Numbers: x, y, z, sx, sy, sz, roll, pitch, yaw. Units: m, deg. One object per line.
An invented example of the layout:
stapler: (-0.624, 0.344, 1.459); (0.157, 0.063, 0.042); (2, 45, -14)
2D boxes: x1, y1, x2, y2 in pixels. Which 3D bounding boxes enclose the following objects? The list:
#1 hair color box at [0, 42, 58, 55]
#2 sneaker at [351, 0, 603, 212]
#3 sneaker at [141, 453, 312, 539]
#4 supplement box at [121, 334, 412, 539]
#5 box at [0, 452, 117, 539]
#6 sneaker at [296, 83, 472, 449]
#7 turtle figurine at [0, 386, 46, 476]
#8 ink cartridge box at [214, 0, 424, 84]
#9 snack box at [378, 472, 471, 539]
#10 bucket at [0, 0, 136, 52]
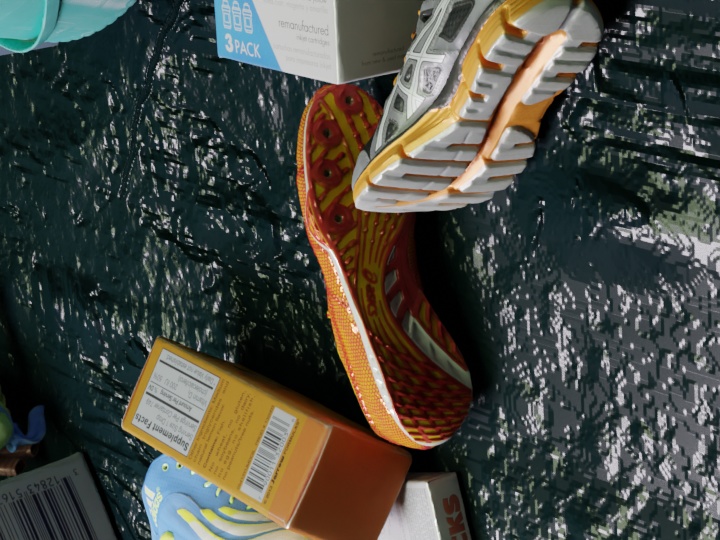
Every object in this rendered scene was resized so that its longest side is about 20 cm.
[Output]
hair color box: (-0.251, -0.249, 1.448); (0.201, 0.060, 0.099); (59, 142, 22)
sneaker: (0.051, -0.095, 1.087); (0.200, 0.078, 0.078); (-49, 50, 46)
sneaker: (-0.088, 0.149, 1.361); (0.200, 0.075, 0.106); (-21, 85, 56)
supplement box: (-0.058, 0.097, 1.277); (0.200, 0.066, 0.069); (26, 92, 54)
box: (-0.291, 0.231, 1.580); (0.200, 0.183, 0.105); (-38, 73, 53)
sneaker: (0.000, 0.000, 1.188); (0.077, 0.073, 0.201); (-12, 90, 65)
turtle figurine: (-0.338, 0.078, 1.608); (0.194, 0.199, 0.145); (5, 91, 62)
ink cartridge box: (-0.025, -0.206, 1.143); (0.115, 0.068, 0.201); (17, 116, 51)
snack box: (0.046, 0.212, 1.242); (0.072, 0.024, 0.201); (-7, 97, 55)
bucket: (-0.214, -0.227, 1.286); (0.206, 0.135, 0.209); (-2, 86, 32)
